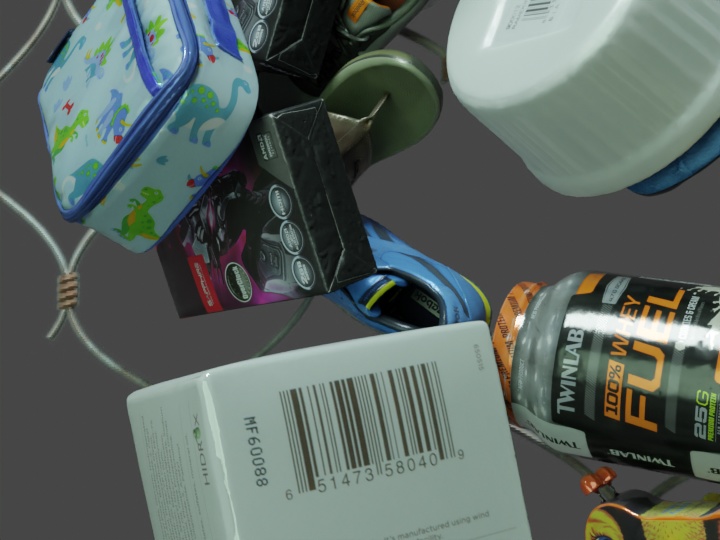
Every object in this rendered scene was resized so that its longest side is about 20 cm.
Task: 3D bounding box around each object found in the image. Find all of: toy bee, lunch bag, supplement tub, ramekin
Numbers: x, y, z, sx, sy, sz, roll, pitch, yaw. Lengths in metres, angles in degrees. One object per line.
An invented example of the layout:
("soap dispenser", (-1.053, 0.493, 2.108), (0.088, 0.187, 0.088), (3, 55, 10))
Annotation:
("toy bee", (0.182, 0.172, 0.816), (0.200, 0.131, 0.109), (-24, 83, 20))
("lunch bag", (-0.147, -0.126, 0.902), (0.161, 0.082, 0.200), (-46, 37, 22))
("supplement tub", (0.190, 0.066, 0.829), (0.200, 0.122, 0.123), (7, 89, 26))
("ramekin", (0.147, -0.157, 0.829), (0.200, 0.098, 0.201), (-35, 39, 35))

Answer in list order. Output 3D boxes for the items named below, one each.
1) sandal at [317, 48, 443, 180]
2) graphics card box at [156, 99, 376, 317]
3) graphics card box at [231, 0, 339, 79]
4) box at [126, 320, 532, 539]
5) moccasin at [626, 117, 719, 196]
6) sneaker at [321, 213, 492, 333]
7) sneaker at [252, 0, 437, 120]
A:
("sandal", (-0.021, -0.089, 0.960), (0.201, 0.080, 0.057), (-30, 30, 33))
("graphics card box", (-0.082, -0.038, 0.937), (0.200, 0.051, 0.126), (-10, 99, 50))
("graphics card box", (-0.086, -0.215, 0.983), (0.200, 0.051, 0.126), (20, 94, 52))
("box", (-0.021, 0.150, 0.843), (0.171, 0.199, 0.201), (-19, 81, 63))
("moccasin", (0.244, -0.127, 0.851), (0.080, 0.068, 0.200), (45, 106, 14))
("sneaker", (0.000, 0.000, 0.953), (0.200, 0.078, 0.066), (27, 100, 27))
("sneaker", (-0.014, -0.179, 0.965), (0.074, 0.079, 0.200), (45, 109, -4))
